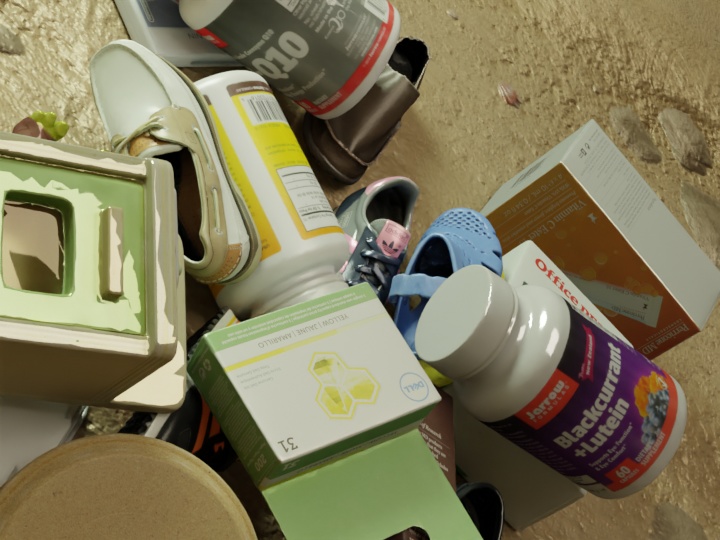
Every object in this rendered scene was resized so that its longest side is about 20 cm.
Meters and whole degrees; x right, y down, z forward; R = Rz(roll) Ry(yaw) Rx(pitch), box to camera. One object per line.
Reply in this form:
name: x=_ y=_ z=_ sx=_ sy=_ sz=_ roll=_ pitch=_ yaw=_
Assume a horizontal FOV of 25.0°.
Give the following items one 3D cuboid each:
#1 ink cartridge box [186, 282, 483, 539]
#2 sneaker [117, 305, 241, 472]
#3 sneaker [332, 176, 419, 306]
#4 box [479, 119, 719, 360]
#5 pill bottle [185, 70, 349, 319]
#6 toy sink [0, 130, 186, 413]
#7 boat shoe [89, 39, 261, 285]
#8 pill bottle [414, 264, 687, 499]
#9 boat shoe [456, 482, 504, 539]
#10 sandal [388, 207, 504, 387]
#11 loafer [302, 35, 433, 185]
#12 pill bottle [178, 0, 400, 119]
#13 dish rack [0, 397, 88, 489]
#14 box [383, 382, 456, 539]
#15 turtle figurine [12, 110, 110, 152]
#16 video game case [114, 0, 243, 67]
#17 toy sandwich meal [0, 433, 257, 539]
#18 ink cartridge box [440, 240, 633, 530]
ink cartridge box: x=-0.007 y=0.115 z=1.076 sx=0.145 sy=0.048 sz=0.200 roll=-17 pitch=64 yaw=-38
sneaker: x=-0.106 y=0.110 z=1.110 sx=0.090 sy=0.070 sz=0.200 roll=42 pitch=37 yaw=-10
sneaker: x=0.000 y=0.000 z=1.293 sx=0.070 sy=0.082 sz=0.201 roll=34 pitch=43 yaw=-23
box: x=0.219 y=-0.015 z=1.499 sx=0.200 sy=0.124 sz=0.098 roll=49 pitch=39 yaw=-5
pill bottle: x=-0.079 y=-0.041 z=1.220 sx=0.109 sy=0.109 sz=0.201 roll=-13 pitch=72 yaw=-49
toy sink: x=-0.175 y=0.003 z=0.981 sx=0.199 sy=0.112 sz=0.131 roll=11 pitch=65 yaw=-31
boat shoe: x=-0.138 y=-0.082 z=1.148 sx=0.200 sy=0.075 sz=0.068 roll=57 pitch=14 yaw=13
pill bottle: x=0.140 y=0.080 z=1.219 sx=0.200 sy=0.111 sz=0.112 roll=34 pitch=42 yaw=-25
boat shoe: x=0.060 y=0.230 z=1.200 sx=0.075 sy=0.062 sz=0.200 roll=45 pitch=40 yaw=-14
sandal: x=0.068 y=0.004 z=1.301 sx=0.200 sy=0.079 sz=0.087 roll=-70 pitch=156 yaw=-53
loafer: x=0.009 y=-0.153 z=1.427 sx=0.073 sy=0.071 sz=0.200 roll=41 pitch=40 yaw=-15
pill bottle: x=-0.075 y=-0.222 z=1.324 sx=0.200 sy=0.114 sz=0.114 roll=33 pitch=42 yaw=-24
dish rack: x=-0.261 y=0.059 z=1.012 sx=0.200 sy=0.043 sz=0.172 roll=43 pitch=39 yaw=-15
box: x=0.012 y=0.175 z=1.151 sx=0.075 sy=0.100 sz=0.201 roll=39 pitch=38 yaw=-39
turtle figurine: x=-0.207 y=-0.025 z=1.113 sx=0.199 sy=0.064 sz=0.162 roll=26 pitch=38 yaw=-20
video game case: x=-0.149 y=-0.263 z=1.385 sx=0.182 sy=0.023 sz=0.201 roll=-9 pitch=69 yaw=-49
toy sandwich meal: x=-0.145 y=0.197 z=0.989 sx=0.204 sy=0.070 sz=0.206 roll=5 pitch=78 yaw=-22
ink cartridge box: x=0.138 y=0.092 z=1.366 sx=0.147 sy=0.083 sz=0.200 roll=44 pitch=39 yaw=-12
